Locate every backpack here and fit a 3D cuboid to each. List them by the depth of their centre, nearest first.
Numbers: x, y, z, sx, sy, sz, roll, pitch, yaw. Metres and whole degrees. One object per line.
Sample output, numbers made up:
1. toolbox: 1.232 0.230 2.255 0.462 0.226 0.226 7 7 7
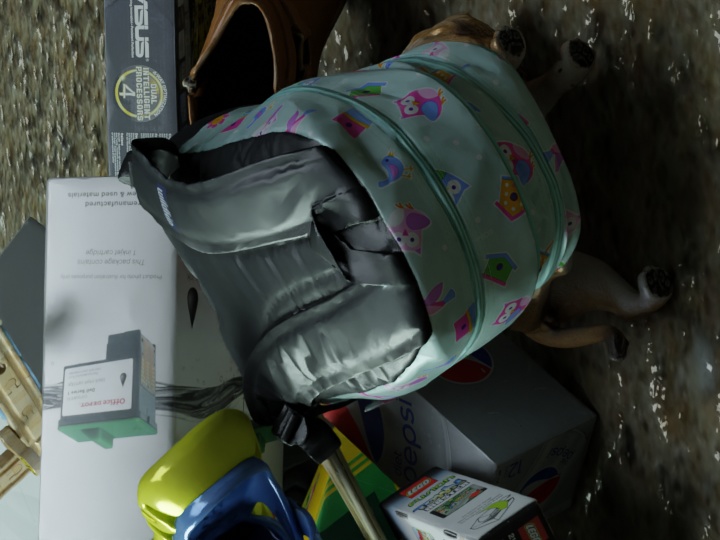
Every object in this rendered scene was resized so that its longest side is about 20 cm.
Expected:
1. backpack: 0.000 -0.021 1.220 0.167 0.126 0.200 56 155 -7

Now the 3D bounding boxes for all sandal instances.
1. sandal: -0.055 0.142 1.325 0.087 0.079 0.200 48 168 19

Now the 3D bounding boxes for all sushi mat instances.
1. sushi mat: 0.018 0.143 1.308 0.201 0.012 0.096 61 176 31

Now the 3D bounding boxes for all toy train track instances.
1. toy train track: -0.173 0.075 1.492 0.032 0.115 0.200 38 164 31

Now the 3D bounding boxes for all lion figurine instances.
1. lion figurine: 0.068 -0.034 1.283 0.122 0.072 0.201 -40 54 54

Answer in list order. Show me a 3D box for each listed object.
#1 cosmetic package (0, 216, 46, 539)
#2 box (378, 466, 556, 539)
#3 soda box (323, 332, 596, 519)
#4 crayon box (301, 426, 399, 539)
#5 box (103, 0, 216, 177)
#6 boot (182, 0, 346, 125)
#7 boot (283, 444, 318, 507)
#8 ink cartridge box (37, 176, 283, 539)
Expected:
1. cosmetic package: -0.174 0.101 1.741 0.123 0.199 0.199 -58 3 -30
2. box: 0.084 0.187 1.267 0.201 0.035 0.110 63 162 -15
3. soda box: 0.019 0.045 1.365 0.200 0.068 0.064 42 138 31
4. crayon box: -0.026 0.204 1.489 0.173 0.058 0.201 -80 10 -54
5. box: -0.112 -0.086 1.663 0.161 0.049 0.201 -55 -35 -73
6. boot: -0.055 -0.138 1.452 0.155 0.076 0.201 -24 -57 -81
7. boot: -0.057 0.170 1.673 0.138 0.077 0.201 -138 46 -66
8. ink cartridge box: -0.102 0.055 1.505 0.146 0.084 0.201 8 -98 -67
